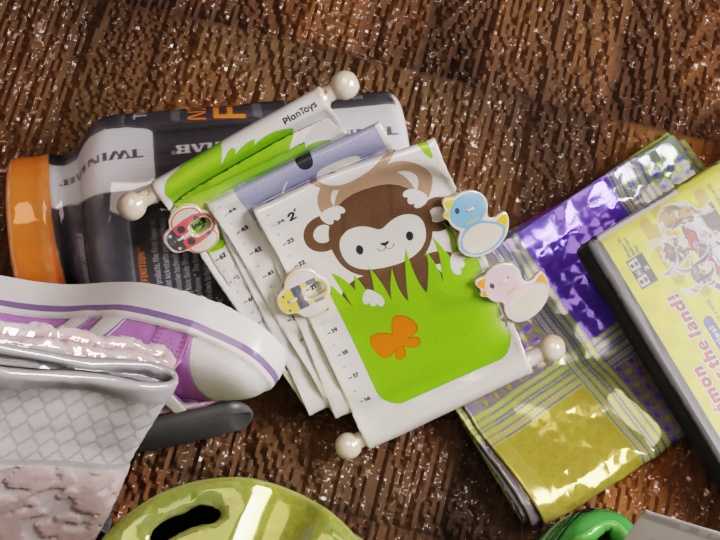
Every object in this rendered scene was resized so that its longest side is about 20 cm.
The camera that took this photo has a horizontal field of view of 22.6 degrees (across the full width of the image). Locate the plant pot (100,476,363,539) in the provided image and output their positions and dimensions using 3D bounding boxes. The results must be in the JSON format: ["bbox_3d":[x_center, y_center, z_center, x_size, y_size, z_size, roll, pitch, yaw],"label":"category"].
[{"bbox_3d":[-0.053,0.175,0.774,0.198,0.185,0.202,0,67,-1],"label":"plant pot"}]

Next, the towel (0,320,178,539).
[{"bbox_3d":[-0.197,0.093,0.762,0.198,0.192,0.032,11,37,-30],"label":"towel"}]

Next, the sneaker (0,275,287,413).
[{"bbox_3d":[-0.134,0.067,0.837,0.198,0.073,0.115,3,62,23],"label":"sneaker"}]

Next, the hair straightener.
[{"bbox_3d":[-0.147,0.097,0.879,0.198,0.041,0.078,-17,69,-8],"label":"hair straightener"}]

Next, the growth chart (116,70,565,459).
[{"bbox_3d":[0.000,0.000,0.852,0.144,0.200,0.018,-33,27,10],"label":"growth chart"}]

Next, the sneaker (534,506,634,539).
[{"bbox_3d":[0.084,0.201,0.821,0.077,0.085,0.202,11,69,3],"label":"sneaker"}]

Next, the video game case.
[{"bbox_3d":[0.234,0.029,0.906,0.180,0.026,0.201,-30,85,-13],"label":"video game case"}]

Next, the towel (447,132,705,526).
[{"bbox_3d":[0.126,0.027,0.926,0.199,0.023,0.144,-30,71,-13],"label":"towel"}]

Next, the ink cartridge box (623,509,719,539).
[{"bbox_3d":[0.123,0.207,0.716,0.085,0.145,0.200,47,73,-22],"label":"ink cartridge box"}]

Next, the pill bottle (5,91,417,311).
[{"bbox_3d":[-0.075,-0.029,0.897,0.198,0.106,0.107,-5,68,-4],"label":"pill bottle"}]
